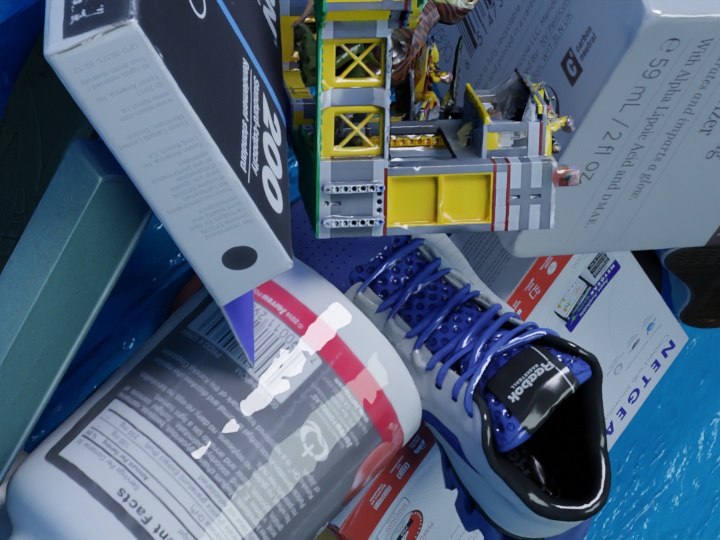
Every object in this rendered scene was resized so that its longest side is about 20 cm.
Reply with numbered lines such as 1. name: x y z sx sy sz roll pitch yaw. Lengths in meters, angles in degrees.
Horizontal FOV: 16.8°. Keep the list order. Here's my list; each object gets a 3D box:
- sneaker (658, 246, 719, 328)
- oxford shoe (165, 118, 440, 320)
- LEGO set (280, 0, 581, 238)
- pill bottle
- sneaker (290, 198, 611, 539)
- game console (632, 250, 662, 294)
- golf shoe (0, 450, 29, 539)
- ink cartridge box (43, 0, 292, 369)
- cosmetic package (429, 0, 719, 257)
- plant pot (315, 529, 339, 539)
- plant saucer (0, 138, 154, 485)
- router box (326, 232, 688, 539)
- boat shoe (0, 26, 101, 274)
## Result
1. sneaker: 0.209 -0.024 1.415 0.200 0.072 0.085 54 28 -68
2. oxford shoe: 0.000 0.000 1.161 0.200 0.075 0.071 -41 139 -28
3. LEGO set: 0.030 -0.096 1.014 0.115 0.200 0.155 -2 104 -8
4. pill bottle: -0.077 0.093 1.014 0.200 0.110 0.111 -45 140 -18
5. sneaker: 0.051 0.035 1.058 0.080 0.200 0.115 -36 178 -19
6. game console: 0.084 0.044 1.332 0.201 0.031 0.177 -57 144 -10
7. golf shoe: -0.134 0.172 1.086 0.078 0.097 0.201 -31 132 -33
8. ink cartridge box: -0.063 -0.097 0.954 0.200 0.043 0.199 61 20 -49
9. cosmetic package: 0.153 -0.122 1.111 0.199 0.166 0.165 -3 145 -26
10. plant pot: 0.019 0.138 1.278 0.199 0.027 0.201 -22 125 -34
11. plant saucer: -0.136 0.038 0.954 0.201 0.019 0.070 -59 161 14
12. router box: 0.066 0.066 1.207 0.200 0.049 0.180 -54 146 -7
13. boat shoe: -0.125 -0.022 0.995 0.201 0.071 0.069 -58 142 -9
